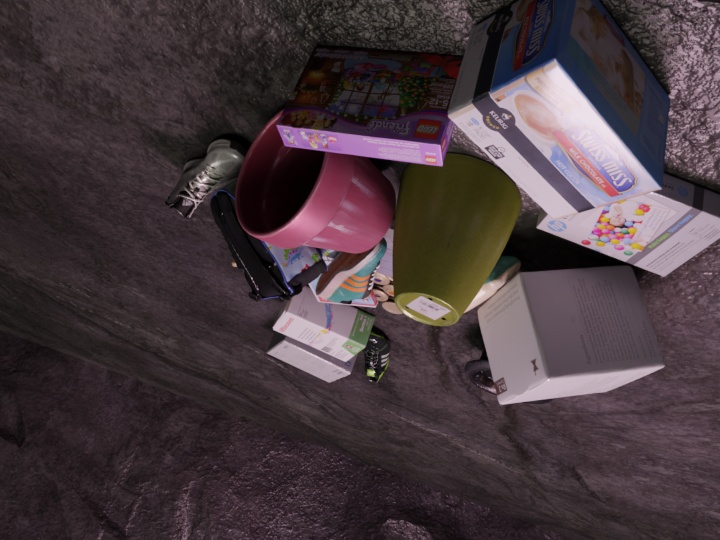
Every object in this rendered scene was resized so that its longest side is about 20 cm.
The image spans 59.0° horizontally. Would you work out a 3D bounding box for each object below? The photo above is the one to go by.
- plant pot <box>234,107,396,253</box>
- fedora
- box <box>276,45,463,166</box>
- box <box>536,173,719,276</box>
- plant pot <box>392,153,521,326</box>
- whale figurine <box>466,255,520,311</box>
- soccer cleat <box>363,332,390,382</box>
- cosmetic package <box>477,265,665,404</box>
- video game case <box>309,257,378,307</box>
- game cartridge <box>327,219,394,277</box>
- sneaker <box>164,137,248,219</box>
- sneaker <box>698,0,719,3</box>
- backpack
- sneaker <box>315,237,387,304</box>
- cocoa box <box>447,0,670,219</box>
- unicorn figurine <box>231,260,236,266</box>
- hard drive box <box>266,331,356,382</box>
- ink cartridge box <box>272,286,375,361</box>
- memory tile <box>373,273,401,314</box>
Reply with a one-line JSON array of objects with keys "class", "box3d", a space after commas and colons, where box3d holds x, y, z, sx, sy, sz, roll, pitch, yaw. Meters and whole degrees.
[{"class": "plant pot", "box3d": [-0.052, -0.113, 0.920, 0.199, 0.202, 0.178, -9, 157, 44]}, {"class": "fedora", "box3d": [0.322, 0.201, 1.328, 0.199, 0.092, 0.201, 16, 153, 8]}, {"class": "box", "box3d": [0.017, -0.198, 0.748, 0.198, 0.138, 0.039, 10, 152, 18]}, {"class": "box", "box3d": [0.361, -0.073, 0.848, 0.199, 0.041, 0.156, 22, 153, -1]}, {"class": "plant pot", "box3d": [0.119, -0.031, 0.918, 0.186, 0.201, 0.188, 16, 153, 9]}, {"class": "whale figurine", "box3d": [0.169, 0.009, 1.045, 0.104, 0.159, 0.200, 59, 151, 0]}, {"class": "soccer cleat", "box3d": [0.037, 0.215, 1.566, 0.067, 0.082, 0.200, 13, 152, 15]}, {"class": "cosmetic package", "box3d": [0.317, 0.102, 0.989, 0.198, 0.166, 0.165, -3, 157, -16]}, {"class": "video game case", "box3d": [-0.059, -0.003, 1.258, 0.142, 0.018, 0.201, 4, 138, 30]}, {"class": "game cartridge", "box3d": [0.008, -0.055, 1.115, 0.198, 0.039, 0.130, 18, 138, 5]}, {"class": "sneaker", "box3d": [-0.257, -0.142, 1.069, 0.076, 0.116, 0.200, 36, 149, -29]}, {"class": "sneaker", "box3d": [0.272, -0.278, 0.449, 0.076, 0.115, 0.200, 7, 148, 22]}, {"class": "backpack", "box3d": [-0.148, -0.068, 1.059, 0.201, 0.147, 0.183, 59, 154, -13]}, {"class": "sneaker", "box3d": [0.000, 0.000, 1.112, 0.079, 0.072, 0.200, 23, 144, -22]}, {"class": "cocoa box", "box3d": [0.212, -0.172, 0.663, 0.200, 0.134, 0.131, 36, 149, -29]}, {"class": "unicorn figurine", "box3d": [-0.199, -0.026, 1.310, 0.137, 0.074, 0.199, -15, 152, 35]}, {"class": "hard drive box", "box3d": [-0.128, 0.211, 1.680, 0.199, 0.077, 0.156, 28, 152, -15]}, {"class": "ink cartridge box", "box3d": [-0.088, 0.122, 1.476, 0.199, 0.084, 0.145, 25, 153, -10]}, {"class": "memory tile", "box3d": [0.052, 0.027, 1.278, 0.200, 0.017, 0.153, 38, 149, -31]}]
